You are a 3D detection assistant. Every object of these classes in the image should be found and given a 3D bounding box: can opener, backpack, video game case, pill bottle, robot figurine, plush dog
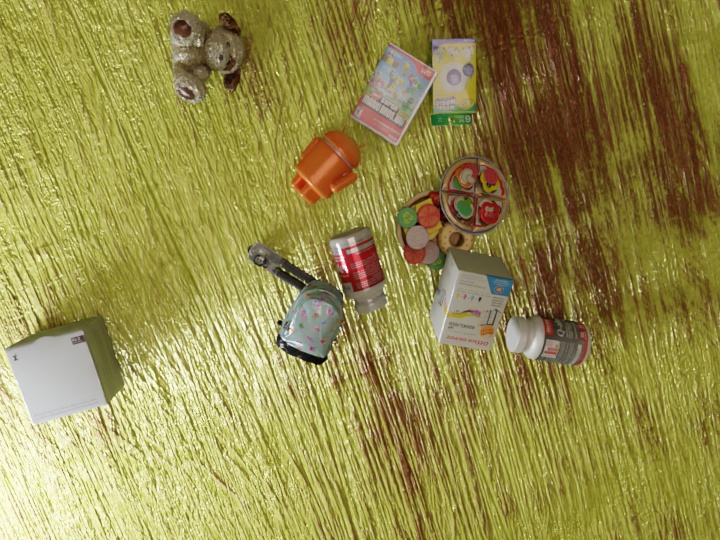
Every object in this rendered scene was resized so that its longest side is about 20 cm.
[{"bbox_3d":[-0.203,-0.009,1.431,0.198,0.067,0.054,33,95,-22],"label":"can opener"},{"bbox_3d":[-0.114,0.130,1.406,0.164,0.127,0.203,22,112,-13],"label":"backpack"},{"bbox_3d":[0.082,-0.434,1.373,0.141,0.017,0.203,31,102,3],"label":"video game case"},{"bbox_3d":[0.000,0.000,1.411,0.110,0.112,0.204,-18,100,-1],"label":"pill bottle"},{"bbox_3d":[-0.079,-0.257,1.362,0.200,0.144,0.116,-47,116,4],"label":"robot figurine"},{"bbox_3d":[-0.357,-0.515,1.306,0.168,0.162,0.203,-5,128,-17],"label":"plush dog"},{"bbox_3d":[0.499,0.183,1.479,0.195,0.116,0.119,9,99,-6],"label":"pill bottle"}]

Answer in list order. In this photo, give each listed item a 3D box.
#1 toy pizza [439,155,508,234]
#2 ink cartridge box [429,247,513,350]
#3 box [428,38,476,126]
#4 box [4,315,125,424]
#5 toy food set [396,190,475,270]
[{"bbox_3d":[0.296,-0.194,1.419,0.195,0.032,0.206,1,87,-14],"label":"toy pizza"},{"bbox_3d":[0.277,0.073,1.407,0.144,0.145,0.204,10,114,-6],"label":"ink cartridge box"},{"bbox_3d":[0.230,-0.469,1.388,0.114,0.048,0.205,-3,101,-3],"label":"box"},{"bbox_3d":[-0.730,0.244,1.385,0.194,0.131,0.205,-14,100,-1],"label":"box"},{"bbox_3d":[0.188,-0.104,1.442,0.195,0.049,0.203,-26,101,0],"label":"toy food set"}]
